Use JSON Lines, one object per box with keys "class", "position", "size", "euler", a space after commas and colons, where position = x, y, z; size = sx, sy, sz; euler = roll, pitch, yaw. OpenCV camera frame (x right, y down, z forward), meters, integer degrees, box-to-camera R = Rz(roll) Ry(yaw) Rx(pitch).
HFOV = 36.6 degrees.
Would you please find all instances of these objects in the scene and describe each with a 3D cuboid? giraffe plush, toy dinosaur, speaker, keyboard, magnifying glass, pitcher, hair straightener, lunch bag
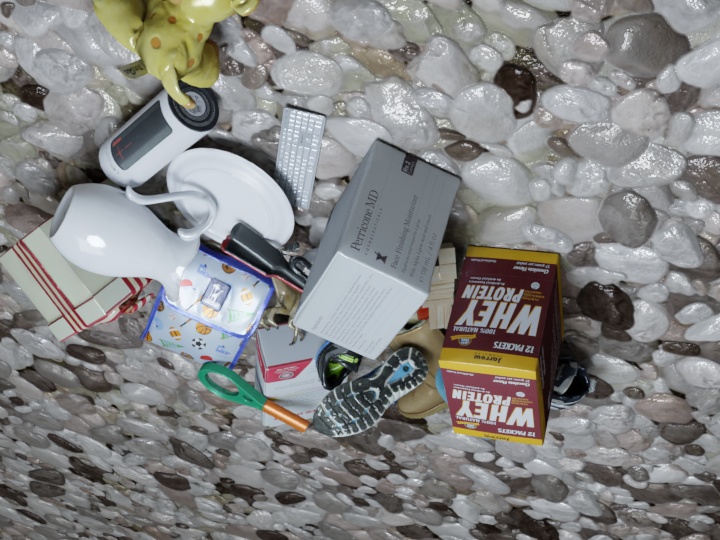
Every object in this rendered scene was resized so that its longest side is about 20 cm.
{"class": "giraffe plush", "position": [-0.194, -0.303, 1.234], "size": [0.172, 0.200, 0.162], "euler": [37, 112, -20]}
{"class": "toy dinosaur", "position": [-0.117, 0.048, 1.702], "size": [0.058, 0.101, 0.200], "euler": [10, 148, 47]}
{"class": "speaker", "position": [-0.276, -0.184, 1.477], "size": [0.081, 0.081, 0.200], "euler": [37, 142, -24]}
{"class": "keyboard", "position": [-0.087, -0.151, 1.495], "size": [0.056, 0.011, 0.200], "euler": [18, 145, 2]}
{"class": "magnifying glass", "position": [-0.175, 0.208, 1.776], "size": [0.199, 0.022, 0.080], "euler": [30, 146, 1]}
{"class": "pitcher", "position": [-0.316, -0.063, 1.528], "size": [0.199, 0.121, 0.172], "euler": [24, 108, -26]}
{"class": "hair straightener", "position": [-0.103, -0.004, 1.559], "size": [0.200, 0.041, 0.077], "euler": [36, 139, -5]}
{"class": "lunch bag", "position": [-0.244, 0.055, 1.756], "size": [0.169, 0.124, 0.200], "euler": [26, 128, -9]}

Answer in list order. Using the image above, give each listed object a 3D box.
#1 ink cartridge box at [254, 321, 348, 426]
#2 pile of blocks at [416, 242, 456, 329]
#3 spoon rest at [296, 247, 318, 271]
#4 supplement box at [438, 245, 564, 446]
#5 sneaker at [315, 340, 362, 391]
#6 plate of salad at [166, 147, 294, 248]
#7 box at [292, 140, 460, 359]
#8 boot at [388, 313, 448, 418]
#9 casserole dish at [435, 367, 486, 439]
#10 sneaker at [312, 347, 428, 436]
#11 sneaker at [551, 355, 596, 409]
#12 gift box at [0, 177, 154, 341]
{"class": "ink cartridge box", "position": [-0.100, 0.169, 1.820], "size": [0.145, 0.083, 0.200], "euler": [-10, 147, -14]}
{"class": "pile of blocks", "position": [0.098, 0.013, 1.549], "size": [0.062, 0.082, 0.200], "euler": [-6, 149, -2]}
{"class": "spoon rest", "position": [0.000, 0.000, 1.632], "size": [0.199, 0.061, 0.100], "euler": [7, 147, -6]}
{"class": "supplement box", "position": [0.206, 0.107, 1.544], "size": [0.132, 0.201, 0.198], "euler": [6, 143, 17]}
{"class": "sneaker", "position": [-0.008, 0.108, 1.651], "size": [0.070, 0.083, 0.200], "euler": [18, 126, -21]}
{"class": "plate of salad", "position": [-0.184, -0.104, 1.564], "size": [0.199, 0.048, 0.201], "euler": [15, 140, 13]}
{"class": "box", "position": [0.019, -0.024, 1.452], "size": [0.130, 0.200, 0.200], "euler": [24, 145, -8]}
{"class": "boot", "position": [0.090, 0.152, 1.781], "size": [0.175, 0.066, 0.200], "euler": [-22, 130, 27]}
{"class": "casserole dish", "position": [0.182, 0.184, 1.739], "size": [0.039, 0.121, 0.200], "euler": [9, 149, 44]}
{"class": "sneaker", "position": [0.015, 0.198, 1.685], "size": [0.079, 0.199, 0.090], "euler": [58, 161, 9]}
{"class": "sneaker", "position": [0.270, 0.155, 1.662], "size": [0.199, 0.080, 0.130], "euler": [28, 156, -13]}
{"class": "gift box", "position": [-0.398, -0.017, 1.662], "size": [0.184, 0.200, 0.187], "euler": [-23, 106, 51]}
